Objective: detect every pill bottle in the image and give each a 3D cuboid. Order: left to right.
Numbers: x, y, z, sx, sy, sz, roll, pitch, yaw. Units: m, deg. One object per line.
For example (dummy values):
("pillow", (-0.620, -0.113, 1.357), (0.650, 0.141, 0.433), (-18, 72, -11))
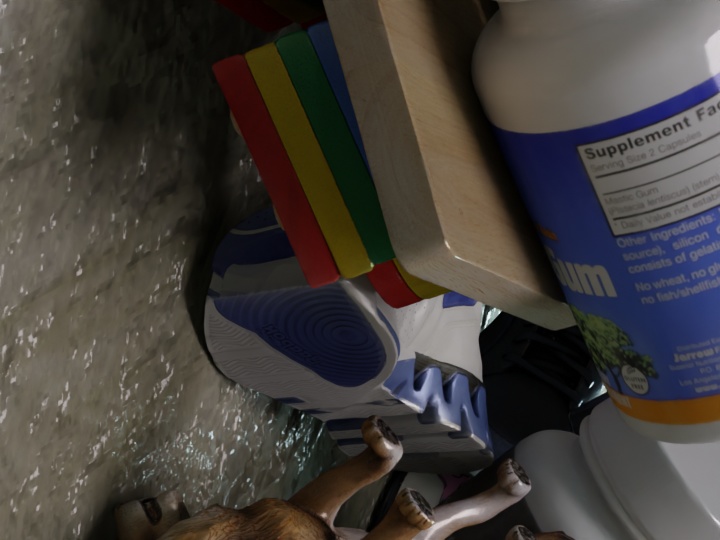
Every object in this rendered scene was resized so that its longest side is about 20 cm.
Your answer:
("pill bottle", (0.073, 0.140, 1.207), (0.200, 0.114, 0.114), (-39, 169, 17))
("pill bottle", (0.105, -0.050, 0.978), (0.200, 0.112, 0.112), (64, 35, -21))

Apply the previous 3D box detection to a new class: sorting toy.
("sorting toy", (0.003, -0.076, 0.997), (0.200, 0.070, 0.199), (22, 51, -70))

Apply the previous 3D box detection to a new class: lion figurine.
("lion figurine", (-0.005, 0.118, 1.077), (0.122, 0.073, 0.200), (-42, 143, 17))

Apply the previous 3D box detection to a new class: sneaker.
("sneaker", (0.000, 0.000, 1.147), (0.199, 0.080, 0.115), (47, 43, -58))
("sneaker", (0.109, 0.009, 1.358), (0.146, 0.077, 0.202), (-59, 180, 36))

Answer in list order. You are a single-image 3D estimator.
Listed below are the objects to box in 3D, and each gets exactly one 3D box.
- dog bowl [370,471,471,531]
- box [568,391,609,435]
("dog bowl", (0.058, 0.175, 1.392), (0.200, 0.074, 0.200), (12, 90, -71))
("box", (0.235, 0.072, 1.331), (0.200, 0.198, 0.123), (-19, 89, -65))
